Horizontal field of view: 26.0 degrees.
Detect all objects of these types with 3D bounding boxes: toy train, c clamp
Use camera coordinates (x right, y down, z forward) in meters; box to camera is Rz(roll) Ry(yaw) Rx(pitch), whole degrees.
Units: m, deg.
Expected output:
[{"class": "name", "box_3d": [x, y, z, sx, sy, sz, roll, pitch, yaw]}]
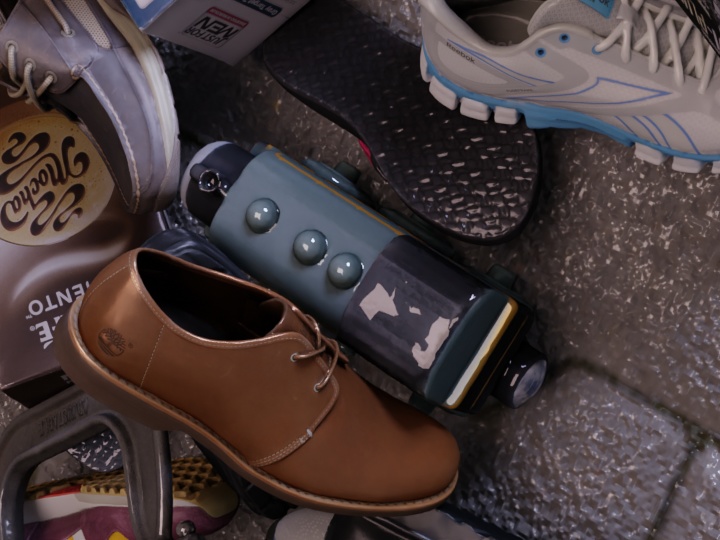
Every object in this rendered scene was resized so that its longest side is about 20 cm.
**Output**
[{"class": "toy train", "box_3d": [0.000, 0.000, 0.761, 0.200, 0.114, 0.085, 35, 93, 25]}, {"class": "c clamp", "box_3d": [-0.142, 0.139, 0.806, 0.200, 0.027, 0.172, -20, 72, 46]}]

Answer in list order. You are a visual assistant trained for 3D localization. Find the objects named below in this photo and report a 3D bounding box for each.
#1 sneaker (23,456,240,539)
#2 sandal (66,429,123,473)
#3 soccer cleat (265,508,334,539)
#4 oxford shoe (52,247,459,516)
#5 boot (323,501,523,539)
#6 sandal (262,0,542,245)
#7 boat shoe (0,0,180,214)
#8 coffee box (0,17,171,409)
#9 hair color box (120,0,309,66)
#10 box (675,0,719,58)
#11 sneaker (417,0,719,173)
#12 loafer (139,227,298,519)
[{"class": "sneaker", "box_3d": [-0.141, 0.162, 0.889, 0.200, 0.075, 0.090, -12, 91, 38]}, {"class": "sandal", "box_3d": [-0.174, 0.026, 0.916, 0.076, 0.043, 0.201, -30, 74, -1]}, {"class": "soccer cleat", "box_3d": [-0.008, 0.223, 0.806, 0.086, 0.070, 0.201, -4, 92, 21]}, {"class": "oxford shoe", "box_3d": [-0.030, 0.051, 0.685, 0.071, 0.200, 0.071, -48, 28, 35]}, {"class": "boot", "box_3d": [0.038, 0.200, 0.739, 0.198, 0.073, 0.163, 25, 90, 12]}, {"class": "sandal", "box_3d": [0.026, -0.078, 0.793, 0.075, 0.045, 0.200, -46, 53, -2]}, {"class": "boat shoe", "box_3d": [-0.153, -0.110, 0.797, 0.200, 0.073, 0.075, 63, 156, 21]}, {"class": "coffee box", "box_3d": [-0.168, -0.038, 0.860, 0.113, 0.080, 0.201, -20, 78, -5]}, {"class": "hair color box", "box_3d": [-0.028, -0.193, 0.771, 0.200, 0.100, 0.061, -39, 72, 17]}, {"class": "box", "box_3d": [0.135, -0.190, 0.612, 0.086, 0.164, 0.200, -30, 54, 4]}, {"class": "sneaker", "box_3d": [0.114, -0.098, 0.691, 0.199, 0.087, 0.075, 9, 71, 17]}, {"class": "loafer", "box_3d": [-0.074, 0.050, 0.785, 0.068, 0.201, 0.070, -36, 48, -13]}]
